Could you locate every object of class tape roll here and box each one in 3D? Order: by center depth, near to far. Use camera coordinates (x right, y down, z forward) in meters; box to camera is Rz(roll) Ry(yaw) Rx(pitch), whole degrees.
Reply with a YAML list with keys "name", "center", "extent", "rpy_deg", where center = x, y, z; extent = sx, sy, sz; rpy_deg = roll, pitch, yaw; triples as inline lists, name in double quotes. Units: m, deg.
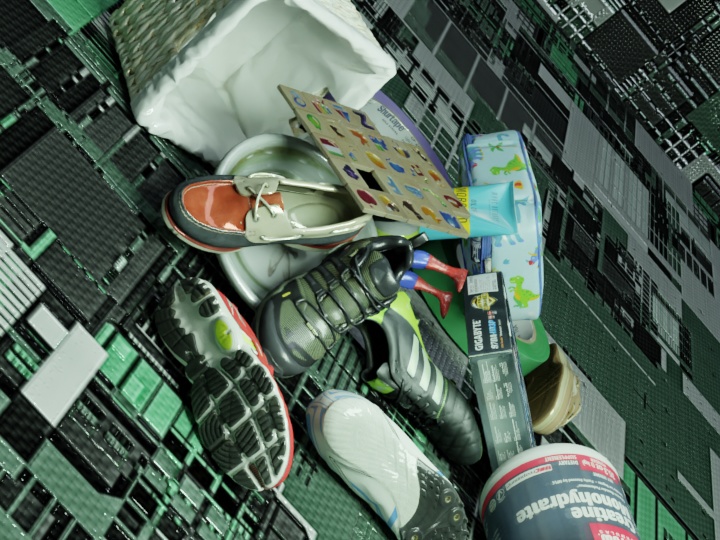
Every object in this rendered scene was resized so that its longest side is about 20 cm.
- name: "tape roll"
  center: [0.014, -0.119, 1.979]
  extent: [0.200, 0.085, 0.200]
  rpy_deg: [43, 22, -22]
- name: "tape roll"
  center: [0.140, 0.037, 2.040]
  extent: [0.200, 0.048, 0.200]
  rpy_deg: [43, 22, -22]

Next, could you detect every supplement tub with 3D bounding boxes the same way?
- name: "supplement tub"
  center: [0.195, 0.273, 1.624]
  extent: [0.140, 0.140, 0.200]
  rpy_deg: [38, 24, -34]

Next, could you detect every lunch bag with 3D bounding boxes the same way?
- name: "lunch bag"
  center: [0.153, -0.046, 1.937]
  extent: [0.200, 0.082, 0.161]
  rpy_deg: [-96, -179, -50]

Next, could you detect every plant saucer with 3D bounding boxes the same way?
- name: "plant saucer"
  center: [-0.071, -0.028, 1.632]
  extent: [0.200, 0.050, 0.200]
  rpy_deg: [20, 59, -36]

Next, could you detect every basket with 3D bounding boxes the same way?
- name: "basket"
  center: [-0.114, -0.221, 1.720]
  extent: [0.200, 0.198, 0.161]
  rpy_deg: [29, 26, -46]

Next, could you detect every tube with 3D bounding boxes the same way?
- name: "tube"
  center: [0.063, -0.056, 1.825]
  extent: [0.050, 0.200, 0.077]
  rpy_deg: [77, 10, -52]

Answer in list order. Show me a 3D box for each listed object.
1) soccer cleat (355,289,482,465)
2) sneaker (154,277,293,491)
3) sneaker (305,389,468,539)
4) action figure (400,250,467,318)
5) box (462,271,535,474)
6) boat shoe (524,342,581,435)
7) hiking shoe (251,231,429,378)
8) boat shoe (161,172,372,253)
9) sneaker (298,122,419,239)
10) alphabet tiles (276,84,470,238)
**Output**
- name: "soccer cleat"
  center: [0.049, 0.112, 1.708]
  extent: [0.081, 0.068, 0.200]
  rpy_deg: [-33, 94, -39]
- name: "sneaker"
  center: [-0.093, 0.090, 1.411]
  extent: [0.085, 0.077, 0.200]
  rpy_deg: [31, 28, -55]
- name: "sneaker"
  center: [0.026, 0.180, 1.529]
  extent: [0.200, 0.072, 0.072]
  rpy_deg: [52, -8, -19]
- name: "action figure"
  center: [0.000, 0.000, 1.745]
  extent: [0.200, 0.065, 0.099]
  rpy_deg: [25, 40, -3]
- name: "box"
  center: [0.144, 0.124, 1.769]
  extent: [0.159, 0.046, 0.200]
  rpy_deg: [-89, 167, -60]
- name: "boat shoe"
  center: [0.227, 0.145, 2.011]
  extent: [0.065, 0.071, 0.200]
  rpy_deg: [48, 19, -8]
- name: "hiking shoe"
  center: [-0.019, 0.019, 1.550]
  extent: [0.076, 0.101, 0.200]
  rpy_deg: [52, 45, -9]
- name: "boat shoe"
  center: [-0.081, -0.054, 1.553]
  extent: [0.200, 0.063, 0.071]
  rpy_deg: [5, 69, -36]
- name: "sneaker"
  center: [0.006, -0.105, 1.749]
  extent: [0.072, 0.083, 0.200]
  rpy_deg: [-18, 51, -32]
- name: "alphabet tiles"
  center: [0.023, -0.100, 1.666]
  extent: [0.200, 0.008, 0.167]
  rpy_deg: [13, 36, -51]
